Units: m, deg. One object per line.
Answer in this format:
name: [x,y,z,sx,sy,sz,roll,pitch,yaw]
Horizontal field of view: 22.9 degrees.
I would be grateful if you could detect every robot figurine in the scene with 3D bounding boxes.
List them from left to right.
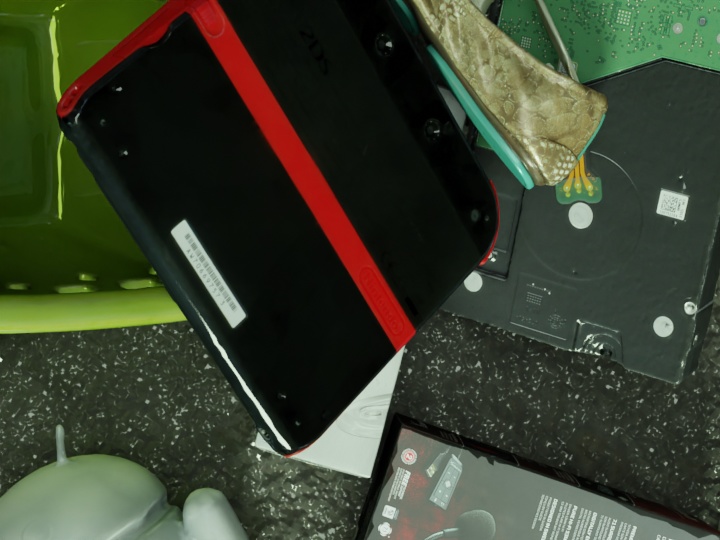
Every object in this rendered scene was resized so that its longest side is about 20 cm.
robot figurine: [-0.121,0.177,0.892,0.169,0.113,0.201,-32,92,13]

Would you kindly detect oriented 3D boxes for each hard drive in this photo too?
hard drive: [0.121,-0.059,0.888,0.139,0.038,0.202,16,108,23]

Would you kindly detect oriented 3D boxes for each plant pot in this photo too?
plant pot: [-0.156,-0.076,0.834,0.199,0.181,0.201,-4,92,-42]

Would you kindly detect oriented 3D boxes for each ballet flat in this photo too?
ballet flat: [0.047,-0.131,0.865,0.065,0.071,0.200,-39,83,0]

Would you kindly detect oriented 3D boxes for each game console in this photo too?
game console: [-0.028,-0.044,0.813,0.177,0.031,0.201,-44,116,-27]

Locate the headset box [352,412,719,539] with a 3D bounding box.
headset box: [0.089,0.177,0.918,0.198,0.075,0.150,20,90,-2]

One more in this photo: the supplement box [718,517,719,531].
supplement box: [0.239,0.081,0.898,0.073,0.126,0.202,8,91,-4]

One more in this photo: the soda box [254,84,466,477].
soda box: [0.000,0.000,0.917,0.063,0.068,0.202,15,90,-2]
